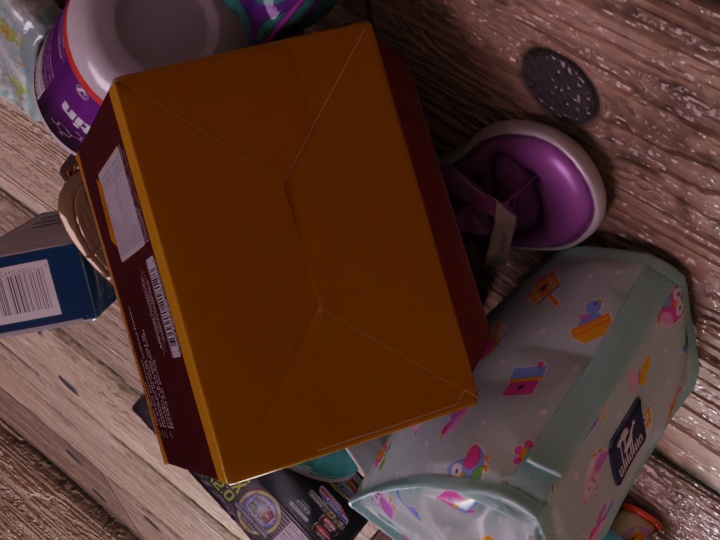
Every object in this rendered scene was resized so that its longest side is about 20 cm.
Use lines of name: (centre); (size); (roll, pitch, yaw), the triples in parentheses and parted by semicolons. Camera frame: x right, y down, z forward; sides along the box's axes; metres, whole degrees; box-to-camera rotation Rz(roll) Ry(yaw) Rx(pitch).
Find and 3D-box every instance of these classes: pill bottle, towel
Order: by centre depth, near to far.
pill bottle: (-0.151, -0.132, 0.846); (0.112, 0.112, 0.200); (48, 158, -10)
towel: (-0.315, -0.219, 1.065); (0.171, 0.048, 0.200); (44, 158, -1)

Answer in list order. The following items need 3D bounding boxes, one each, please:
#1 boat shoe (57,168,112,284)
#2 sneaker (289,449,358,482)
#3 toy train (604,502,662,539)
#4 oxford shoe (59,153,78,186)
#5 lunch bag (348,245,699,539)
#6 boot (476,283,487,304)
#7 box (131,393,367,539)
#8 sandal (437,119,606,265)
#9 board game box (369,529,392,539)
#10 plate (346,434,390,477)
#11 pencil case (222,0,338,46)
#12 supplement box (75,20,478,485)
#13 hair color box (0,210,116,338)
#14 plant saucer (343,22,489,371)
boat shoe: (-0.128, -0.010, 0.916); (0.200, 0.072, 0.065); (33, -170, -23)
sneaker: (-0.066, 0.083, 1.017); (0.200, 0.071, 0.080); (43, 134, 0)
toy train: (0.144, 0.156, 0.939); (0.200, 0.056, 0.150); (42, 177, -12)
oxford shoe: (-0.206, -0.090, 1.071); (0.071, 0.073, 0.200); (46, 158, -4)
lunch bag: (0.100, 0.087, 0.724); (0.122, 0.170, 0.200); (38, 157, -2)
boot: (0.000, 0.000, 0.895); (0.155, 0.077, 0.200); (49, 166, 0)
box: (-0.080, 0.154, 1.068); (0.200, 0.044, 0.160); (47, -164, 5)
sandal: (0.066, -0.032, 0.730); (0.083, 0.050, 0.203); (50, 158, -14)
board game box: (0.124, 0.302, 1.168); (0.200, 0.097, 0.160); (19, 147, 48)
plate: (0.023, 0.140, 0.928); (0.200, 0.032, 0.200); (56, 179, -18)
pencil case: (-0.086, -0.202, 0.643); (0.200, 0.085, 0.092); (46, 142, -2)
supplement box: (-0.056, -0.002, 0.700); (0.200, 0.132, 0.198); (163, 91, -72)
hair color box: (-0.228, -0.007, 0.997); (0.200, 0.100, 0.061); (-70, -31, -75)
plant saucer: (0.010, -0.024, 0.754); (0.200, 0.037, 0.200); (153, 101, -71)
